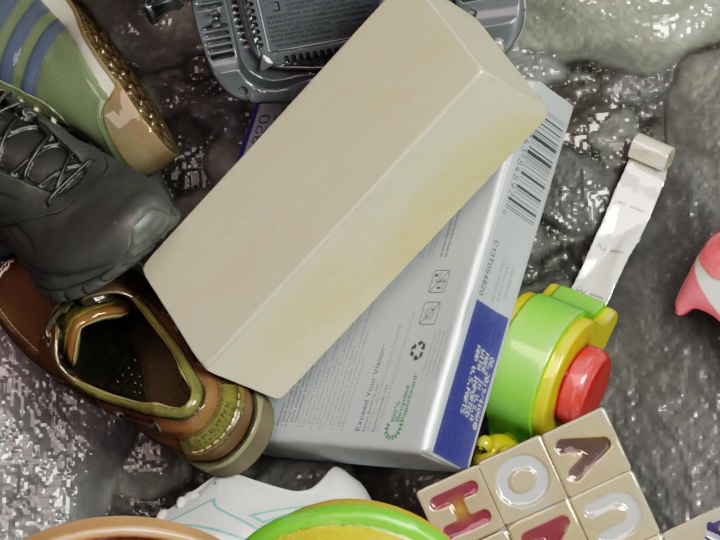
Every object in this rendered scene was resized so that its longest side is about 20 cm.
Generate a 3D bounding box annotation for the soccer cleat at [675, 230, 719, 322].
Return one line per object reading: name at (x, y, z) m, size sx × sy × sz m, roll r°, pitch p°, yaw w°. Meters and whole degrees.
soccer cleat at (0.238, 0.056, 1.367) m, size 0.200 × 0.067 × 0.077 m, roll 48°, pitch 118°, yaw 16°

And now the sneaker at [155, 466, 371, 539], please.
sneaker at (-0.083, 0.148, 1.402) m, size 0.199 × 0.071 × 0.081 m, roll -7°, pitch 65°, yaw 2°

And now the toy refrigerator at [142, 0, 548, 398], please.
toy refrigerator at (-0.007, -0.038, 1.364) m, size 0.200 × 0.070 × 0.076 m, roll -47°, pitch 53°, yaw 14°

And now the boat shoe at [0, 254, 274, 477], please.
boat shoe at (-0.127, 0.032, 1.422) m, size 0.199 × 0.068 × 0.072 m, roll 27°, pitch 83°, yaw 37°

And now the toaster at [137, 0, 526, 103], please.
toaster at (-0.009, -0.160, 1.439) m, size 0.199 × 0.129 × 0.114 m, roll -11°, pitch 115°, yaw 8°

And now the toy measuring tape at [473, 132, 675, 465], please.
toy measuring tape at (0.105, 0.014, 1.399) m, size 0.073 × 0.074 × 0.201 m, roll 23°, pitch 78°, yaw 19°

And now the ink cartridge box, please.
ink cartridge box at (0.000, 0.000, 1.424) m, size 0.199 × 0.041 × 0.201 m, roll 3°, pitch 70°, yaw 45°

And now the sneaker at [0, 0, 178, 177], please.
sneaker at (-0.182, -0.110, 1.512) m, size 0.090 × 0.067 × 0.201 m, roll -38°, pitch 67°, yaw 6°

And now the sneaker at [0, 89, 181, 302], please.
sneaker at (-0.168, -0.044, 1.423) m, size 0.076 × 0.091 × 0.199 m, roll -44°, pitch 32°, yaw -24°

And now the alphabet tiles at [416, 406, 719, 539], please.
alphabet tiles at (0.112, 0.176, 1.334) m, size 0.166 × 0.008 × 0.201 m, roll -25°, pitch 92°, yaw 4°

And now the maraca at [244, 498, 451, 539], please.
maraca at (0.008, 0.188, 1.291) m, size 0.136 × 0.201 × 0.107 m, roll -11°, pitch 31°, yaw 17°

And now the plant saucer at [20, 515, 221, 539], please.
plant saucer at (-0.120, 0.209, 1.341) m, size 0.199 × 0.032 × 0.202 m, roll -4°, pitch 109°, yaw -11°
